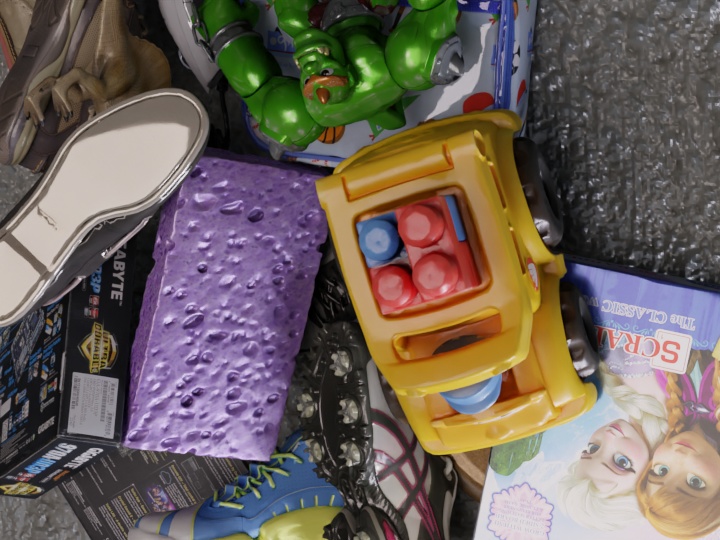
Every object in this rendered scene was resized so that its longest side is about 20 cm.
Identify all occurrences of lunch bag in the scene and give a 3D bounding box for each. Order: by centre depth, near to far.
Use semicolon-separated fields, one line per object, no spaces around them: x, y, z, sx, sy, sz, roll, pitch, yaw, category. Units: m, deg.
0.011;-0.146;1.245;0.199;0.076;0.161;9;108;22;lunch bag

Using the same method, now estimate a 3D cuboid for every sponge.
-0.088;0.024;1.268;0.030;0.111;0.201;33;112;57;sponge

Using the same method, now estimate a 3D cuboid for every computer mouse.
-0.111;-0.156;1.293;0.044;0.110;0.201;-6;98;-5;computer mouse

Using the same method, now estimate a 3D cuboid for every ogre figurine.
-0.008;-0.147;1.166;0.199;0.098;0.120;-18;77;10;ogre figurine

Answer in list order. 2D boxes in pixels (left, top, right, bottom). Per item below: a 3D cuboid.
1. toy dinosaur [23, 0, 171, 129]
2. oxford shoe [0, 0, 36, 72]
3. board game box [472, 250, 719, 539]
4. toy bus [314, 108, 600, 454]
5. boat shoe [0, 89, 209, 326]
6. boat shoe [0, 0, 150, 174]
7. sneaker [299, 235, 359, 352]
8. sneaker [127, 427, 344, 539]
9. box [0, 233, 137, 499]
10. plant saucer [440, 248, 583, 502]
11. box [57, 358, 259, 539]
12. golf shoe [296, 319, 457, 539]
-0.164;-0.123;1.255;0.058;0.101;0.201;21;133;42;toy dinosaur
-0.205;-0.162;1.347;0.075;0.070;0.200;-36;90;25;oxford shoe
0.184;0.103;1.217;0.199;0.041;0.200;11;98;12;board game box
0.053;0.014;1.122;0.135;0.192;0.201;-17;93;12;toy bus
-0.169;-0.042;1.212;0.200;0.057;0.067;-42;87;12;boat shoe
-0.181;-0.155;1.301;0.073;0.074;0.200;25;92;-28;boat shoe
0.000;0.000;1.292;0.200;0.079;0.074;-32;91;35;sneaker
-0.062;0.153;1.338;0.076;0.199;0.105;170;103;-65;sneaker
-0.210;0.062;1.336;0.200;0.046;0.160;146;131;-59;box
0.114;0.085;1.290;0.200;0.035;0.201;8;110;23;plant saucer
-0.136;0.160;1.430;0.160;0.044;0.200;-32;91;30;box
0.014;0.126;1.301;0.077;0.088;0.201;4;106;55;golf shoe
